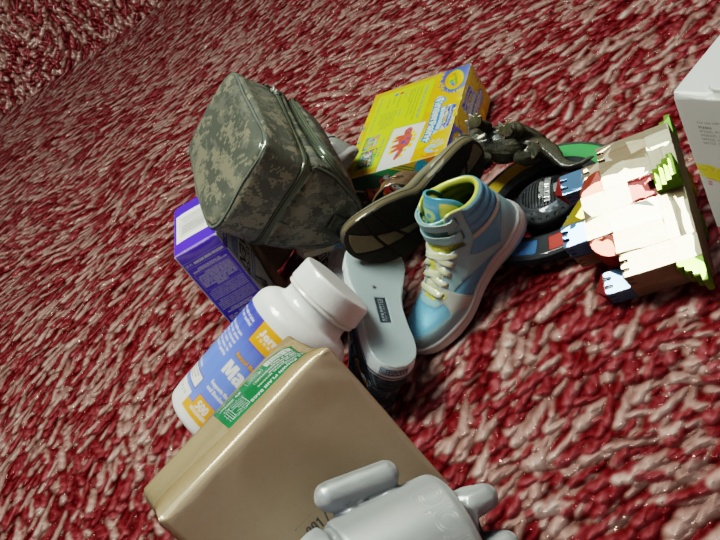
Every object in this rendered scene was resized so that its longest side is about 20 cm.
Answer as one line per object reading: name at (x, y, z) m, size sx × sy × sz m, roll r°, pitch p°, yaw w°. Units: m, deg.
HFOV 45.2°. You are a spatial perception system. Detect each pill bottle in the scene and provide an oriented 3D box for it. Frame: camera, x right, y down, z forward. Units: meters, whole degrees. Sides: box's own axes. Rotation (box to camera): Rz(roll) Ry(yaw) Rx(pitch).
pill bottle at (-0.087, 0.088, 0.875) m, size 0.200 × 0.112 × 0.112 m, roll -49°, pitch 33°, yaw 6°

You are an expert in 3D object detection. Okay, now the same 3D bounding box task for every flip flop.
flip flop at (0.055, -0.083, 0.963) m, size 0.200 × 0.081 × 0.057 m, roll -42°, pitch 45°, yaw -17°

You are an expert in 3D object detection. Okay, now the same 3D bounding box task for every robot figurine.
robot figurine at (0.025, 0.238, 0.686) m, size 0.199 × 0.170 × 0.113 m, roll -23°, pitch -14°, yaw -18°

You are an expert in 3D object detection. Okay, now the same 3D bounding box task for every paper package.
paper package at (-0.059, 0.192, 0.767) m, size 0.200 × 0.191 × 0.103 m, roll -45°, pitch 20°, yaw -16°

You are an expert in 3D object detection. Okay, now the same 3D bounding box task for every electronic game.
electronic game at (0.217, -0.080, 1.006) m, size 0.199 × 0.042 × 0.200 m, roll -23°, pitch 35°, yaw 17°

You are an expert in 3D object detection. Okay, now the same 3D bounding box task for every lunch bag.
lunch bag at (-0.096, -0.121, 1.022) m, size 0.140 × 0.167 × 0.200 m, roll -53°, pitch 38°, yaw 21°

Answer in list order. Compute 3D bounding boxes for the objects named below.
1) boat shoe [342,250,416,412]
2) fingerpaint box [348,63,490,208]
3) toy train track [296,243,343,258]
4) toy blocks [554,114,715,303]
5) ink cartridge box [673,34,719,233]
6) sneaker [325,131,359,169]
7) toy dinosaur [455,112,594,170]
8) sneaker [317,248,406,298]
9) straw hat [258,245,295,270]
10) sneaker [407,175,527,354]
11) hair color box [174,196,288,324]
boat shoe at (0.010, 0.056, 0.949) m, size 0.070 × 0.091 × 0.201 m, roll 6°, pitch 45°, yaw -14°
fingerpaint box at (0.083, -0.185, 1.226) m, size 0.166 × 0.073 × 0.201 m, roll -13°, pitch 41°, yaw 32°
toy train track at (0.014, -0.058, 1.064) m, size 0.199 × 0.033 × 0.115 m, roll -18°, pitch 26°, yaw -23°
toy blocks at (0.265, -0.051, 0.871) m, size 0.136 × 0.100 × 0.201 m, roll -20°, pitch 58°, yaw 28°
ink cartridge box at (0.393, -0.118, 0.753) m, size 0.145 × 0.200 × 0.144 m, roll -48°, pitch 35°, yaw -19°
sneaker at (-0.060, -0.159, 1.202) m, size 0.075 × 0.082 × 0.200 m, roll -58°, pitch 14°, yaw 2°
toy dinosaur at (0.178, -0.150, 1.030) m, size 0.199 × 0.077 × 0.102 m, roll -5°, pitch 3°, yaw 26°
sneaker at (0.000, 0.000, 1.075) m, size 0.114 × 0.075 × 0.200 m, roll -8°, pitch 34°, yaw 20°
straw hat at (-0.094, -0.071, 1.163) m, size 0.085 × 0.202 × 0.202 m, roll 10°, pitch 52°, yaw 28°
sneaker at (0.085, -0.015, 0.933) m, size 0.079 × 0.130 × 0.201 m, roll 28°, pitch 85°, yaw 47°
hair color box at (-0.148, 0.010, 1.072) m, size 0.065 × 0.200 × 0.110 m, roll -28°, pitch 35°, yaw 8°
